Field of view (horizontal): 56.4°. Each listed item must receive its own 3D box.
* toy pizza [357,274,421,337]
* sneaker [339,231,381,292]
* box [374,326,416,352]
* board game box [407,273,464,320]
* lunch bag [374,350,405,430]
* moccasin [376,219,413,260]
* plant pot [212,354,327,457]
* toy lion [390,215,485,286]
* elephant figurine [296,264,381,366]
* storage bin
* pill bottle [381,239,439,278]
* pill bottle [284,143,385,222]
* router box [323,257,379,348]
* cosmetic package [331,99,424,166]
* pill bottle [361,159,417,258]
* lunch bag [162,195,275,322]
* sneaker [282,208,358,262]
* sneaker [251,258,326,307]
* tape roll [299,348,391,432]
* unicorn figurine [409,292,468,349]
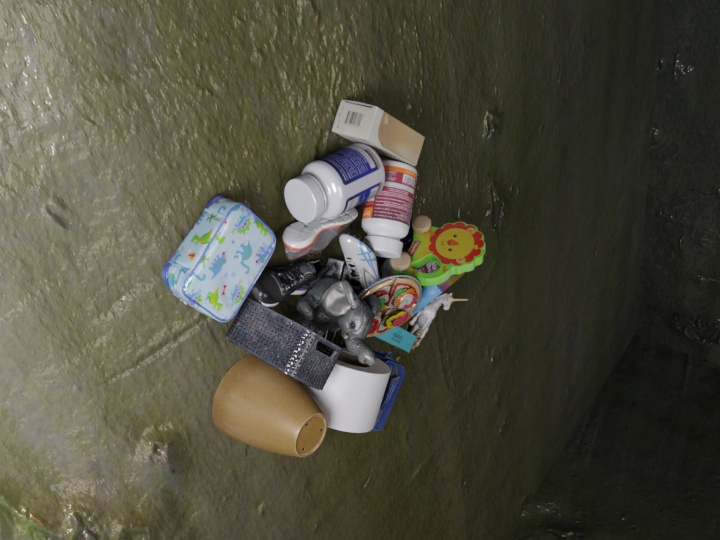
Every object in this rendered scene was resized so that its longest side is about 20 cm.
[{"bbox_3d":[0.056,0.090,1.524,0.198,0.032,0.201,-20,142,-16],"label":"toy pizza"},{"bbox_3d":[0.000,0.000,1.476,0.073,0.071,0.201,-51,135,-28],"label":"sneaker"},{"bbox_3d":[0.059,0.151,1.703,0.200,0.082,0.050,32,83,-53],"label":"box"},{"bbox_3d":[0.175,0.058,1.729,0.153,0.040,0.200,-41,175,28],"label":"board game box"},{"bbox_3d":[0.027,0.292,1.686,0.136,0.131,0.202,28,85,-55],"label":"lunch bag"},{"bbox_3d":[0.076,-0.061,1.622,0.199,0.080,0.069,-31,130,-40],"label":"moccasin"},{"bbox_3d":[-0.171,0.295,1.377,0.186,0.199,0.188,-26,127,-41],"label":"plant pot"},{"bbox_3d":[0.191,-0.041,1.578,0.201,0.190,0.069,-57,153,-32],"label":"toy lion"},{"bbox_3d":[-0.022,0.088,1.388,0.141,0.198,0.157,-27,114,-44],"label":"elephant figurine"},{"bbox_3d":[-0.151,0.144,1.323,0.135,0.199,0.095,38,77,-53],"label":"storage bin"},{"bbox_3d":[0.153,-0.024,1.712,0.199,0.112,0.113,-35,132,-37],"label":"pill bottle"},{"bbox_3d":[-0.054,-0.174,1.364,0.199,0.119,0.121,-31,130,-40],"label":"pill bottle"},{"bbox_3d":[-0.036,0.079,1.561,0.148,0.051,0.202,10,95,-53],"label":"router box"},{"bbox_3d":[0.042,-0.294,1.444,0.199,0.104,0.072,14,96,-55],"label":"cosmetic package"},{"bbox_3d":[0.061,-0.136,1.507,0.109,0.109,0.203,19,78,-54],"label":"pill bottle"},{"bbox_3d":[-0.250,-0.017,1.218,0.201,0.082,0.161,-60,142,-12],"label":"lunch bag"},{"bbox_3d":[-0.090,-0.081,1.421,0.199,0.077,0.082,-30,148,-34],"label":"sneaker"},{"bbox_3d":[-0.139,0.010,1.337,0.087,0.076,0.200,-34,176,27],"label":"sneaker"},{"bbox_3d":[-0.044,0.261,1.523,0.202,0.201,0.141,10,99,-53],"label":"tape roll"},{"bbox_3d":[0.183,0.132,1.832,0.137,0.074,0.200,-45,180,-36],"label":"unicorn figurine"}]
